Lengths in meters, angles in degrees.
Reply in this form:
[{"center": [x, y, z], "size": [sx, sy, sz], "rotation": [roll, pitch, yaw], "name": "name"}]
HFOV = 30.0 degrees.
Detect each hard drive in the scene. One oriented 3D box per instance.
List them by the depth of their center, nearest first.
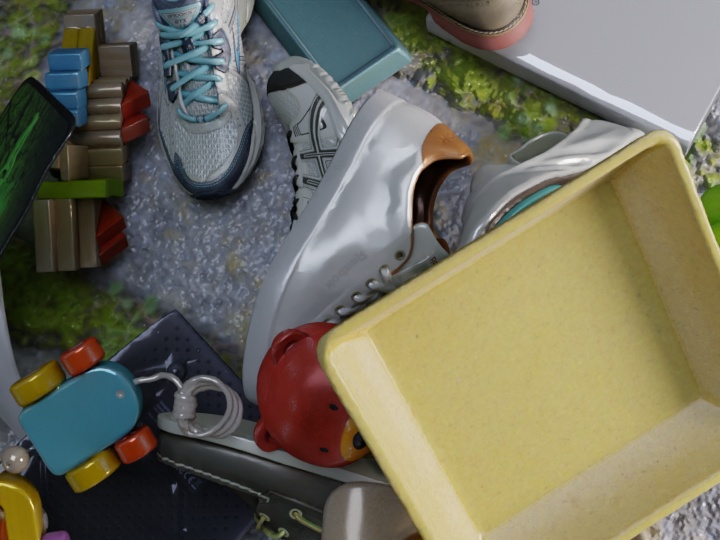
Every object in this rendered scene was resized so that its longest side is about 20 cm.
[{"center": [-0.143, 0.137, 0.806], "size": [0.200, 0.042, 0.135], "rotation": [-45, 97, -15], "name": "hard drive"}, {"center": [0.162, -0.178, 0.919], "size": [0.198, 0.027, 0.133], "rotation": [28, 76, 14], "name": "hard drive"}]

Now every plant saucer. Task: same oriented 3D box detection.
[{"center": [0.097, 0.053, 0.684], "size": [0.199, 0.201, 0.048], "rotation": [-31, 27, -4], "name": "plant saucer"}, {"center": [-0.047, -0.206, 0.953], "size": [0.070, 0.019, 0.201], "rotation": [-34, 72, -6], "name": "plant saucer"}]

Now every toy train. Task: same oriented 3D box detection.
[{"center": [-0.144, 0.137, 0.747], "size": [0.148, 0.056, 0.202], "rotation": [19, 95, -6], "name": "toy train"}]

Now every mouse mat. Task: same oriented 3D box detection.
[{"center": [-0.242, -0.023, 0.832], "size": [0.007, 0.161, 0.201], "rotation": [29, 93, -29], "name": "mouse mat"}]

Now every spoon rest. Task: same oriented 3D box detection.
[{"center": [-0.226, 0.082, 0.841], "size": [0.060, 0.099, 0.203], "rotation": [0, 84, -17], "name": "spoon rest"}]

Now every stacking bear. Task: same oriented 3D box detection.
[{"center": [0.036, 0.066, 0.757], "size": [0.198, 0.123, 0.114], "rotation": [0, 34, -30], "name": "stacking bear"}]

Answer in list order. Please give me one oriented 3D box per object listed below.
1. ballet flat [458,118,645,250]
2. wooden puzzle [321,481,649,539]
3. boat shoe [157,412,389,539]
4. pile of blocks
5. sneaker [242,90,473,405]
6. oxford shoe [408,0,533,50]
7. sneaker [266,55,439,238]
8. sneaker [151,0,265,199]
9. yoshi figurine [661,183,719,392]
[{"center": [0.107, -0.047, 0.830], "size": [0.069, 0.070, 0.199], "rotation": [45, 46, 17], "name": "ballet flat"}, {"center": [0.072, 0.220, 0.738], "size": [0.197, 0.046, 0.188], "rotation": [10, 76, -17], "name": "wooden puzzle"}, {"center": [-0.028, 0.132, 0.782], "size": [0.199, 0.072, 0.061], "rotation": [18, 93, -12], "name": "boat shoe"}, {"center": [-0.174, -0.091, 0.890], "size": [0.061, 0.082, 0.203], "rotation": [-2, 70, 5], "name": "pile of blocks"}, {"center": [0.000, 0.000, 0.787], "size": [0.084, 0.073, 0.202], "rotation": [28, 94, 18], "name": "sneaker"}, {"center": [0.029, -0.222, 0.898], "size": [0.199, 0.075, 0.071], "rotation": [29, 76, 23], "name": "oxford shoe"}, {"center": [-0.021, -0.048, 0.866], "size": [0.087, 0.076, 0.201], "rotation": [-32, 69, -2], "name": "sneaker"}, {"center": [-0.113, -0.148, 0.896], "size": [0.077, 0.086, 0.203], "rotation": [-8, 76, 11], "name": "sneaker"}, {"center": [0.201, 0.008, 0.761], "size": [0.111, 0.200, 0.113], "rotation": [-27, 79, -13], "name": "yoshi figurine"}]
